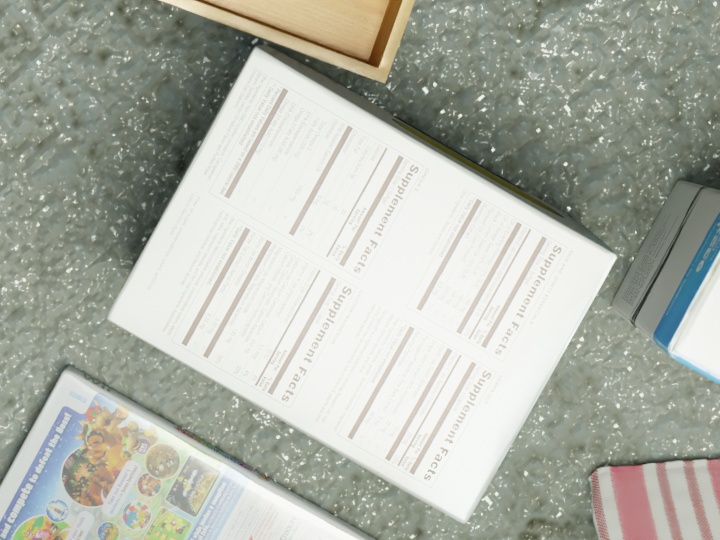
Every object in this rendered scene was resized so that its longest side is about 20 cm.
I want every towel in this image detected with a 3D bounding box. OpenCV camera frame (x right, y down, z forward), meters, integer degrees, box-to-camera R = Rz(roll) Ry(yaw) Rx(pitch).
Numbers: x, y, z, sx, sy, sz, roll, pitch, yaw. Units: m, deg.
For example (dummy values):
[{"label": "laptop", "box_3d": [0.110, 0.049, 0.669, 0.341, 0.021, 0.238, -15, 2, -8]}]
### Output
[{"label": "towel", "box_3d": [0.223, 0.148, 1.097, 0.198, 0.147, 0.030, -4, 120, 1]}]

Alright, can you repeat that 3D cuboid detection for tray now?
[{"label": "tray", "box_3d": [-0.064, -0.177, 1.088, 0.198, 0.037, 0.099, 19, 97, -14]}]

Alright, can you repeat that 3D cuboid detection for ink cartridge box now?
[{"label": "ink cartridge box", "box_3d": [0.216, 0.027, 1.051, 0.144, 0.200, 0.084, 27, 94, -3]}]

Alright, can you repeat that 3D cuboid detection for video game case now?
[{"label": "video game case", "box_3d": [-0.107, 0.163, 1.158, 0.199, 0.018, 0.144, 30, 97, -4]}]

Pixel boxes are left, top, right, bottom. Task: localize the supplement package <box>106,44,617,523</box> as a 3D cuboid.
[{"label": "supplement package", "box_3d": [0.000, 0.000, 1.070, 0.199, 0.152, 0.152, 29, 95, -4]}]
